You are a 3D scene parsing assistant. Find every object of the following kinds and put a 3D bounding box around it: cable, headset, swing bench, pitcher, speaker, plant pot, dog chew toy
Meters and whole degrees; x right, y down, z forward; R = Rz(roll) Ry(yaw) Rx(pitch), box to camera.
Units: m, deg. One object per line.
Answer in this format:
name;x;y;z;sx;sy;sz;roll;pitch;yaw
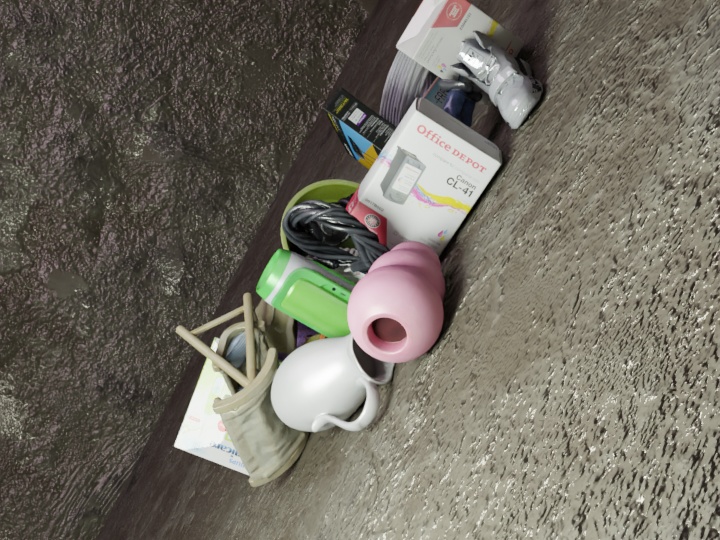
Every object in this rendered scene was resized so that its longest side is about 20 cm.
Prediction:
cable;-0.030;-0.036;1.521;0.051;0.162;0.200;-60;-14;-16
headset;-0.021;-0.066;1.685;0.199;0.095;0.123;-11;9;36
swing bench;-0.169;0.184;1.671;0.129;0.200;0.200;-26;45;-10
pitcher;-0.038;0.166;1.505;0.199;0.121;0.173;-35;34;38
speaker;-0.050;0.048;1.591;0.089;0.199;0.089;-55;13;20
plant pot;-0.050;-0.021;1.856;0.190;0.198;0.201;116;178;-64
cable;0.098;-0.324;1.958;0.200;0.069;0.202;-45;-31;-51
dog chew toy;0.056;0.030;1.417;0.125;0.124;0.200;-52;7;32

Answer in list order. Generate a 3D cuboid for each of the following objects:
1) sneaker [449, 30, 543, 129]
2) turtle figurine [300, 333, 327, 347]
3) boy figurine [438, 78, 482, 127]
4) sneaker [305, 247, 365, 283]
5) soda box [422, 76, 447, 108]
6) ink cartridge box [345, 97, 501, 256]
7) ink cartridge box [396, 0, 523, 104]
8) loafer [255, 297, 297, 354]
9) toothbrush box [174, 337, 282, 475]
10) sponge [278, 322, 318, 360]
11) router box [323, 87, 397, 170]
sneaker;0.190;-0.275;1.552;0.075;0.114;0.200;-55;13;23
turtle figurine;-0.075;0.145;1.794;0.162;0.064;0.201;-52;15;34
boy figurine;0.131;-0.177;1.623;0.124;0.064;0.202;18;-94;-61
sneaker;0.000;0.000;1.648;0.198;0.081;0.077;-13;40;32
soda box;0.131;-0.276;1.833;0.068;0.063;0.200;-49;5;41
ink cartridge box;0.086;-0.118;1.535;0.201;0.147;0.086;-57;8;22
ink cartridge box;0.168;-0.338;1.671;0.117;0.199;0.068;-58;35;11
loafer;-0.137;0.064;1.754;0.076;0.067;0.201;-94;3;-48
toothbrush box;-0.219;0.235;1.895;0.086;0.144;0.202;106;-175;-87
sponge;-0.148;0.145;1.988;0.200;0.111;0.030;-50;46;43
router box;0.027;-0.206;1.791;0.051;0.149;0.200;-51;-19;-5
